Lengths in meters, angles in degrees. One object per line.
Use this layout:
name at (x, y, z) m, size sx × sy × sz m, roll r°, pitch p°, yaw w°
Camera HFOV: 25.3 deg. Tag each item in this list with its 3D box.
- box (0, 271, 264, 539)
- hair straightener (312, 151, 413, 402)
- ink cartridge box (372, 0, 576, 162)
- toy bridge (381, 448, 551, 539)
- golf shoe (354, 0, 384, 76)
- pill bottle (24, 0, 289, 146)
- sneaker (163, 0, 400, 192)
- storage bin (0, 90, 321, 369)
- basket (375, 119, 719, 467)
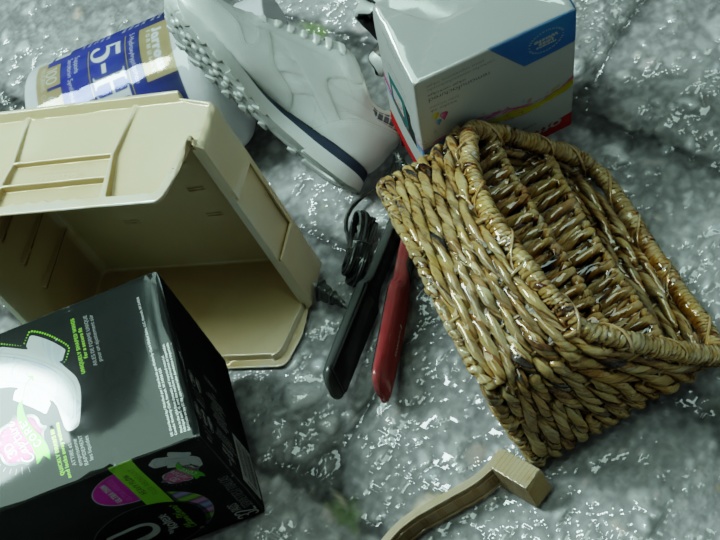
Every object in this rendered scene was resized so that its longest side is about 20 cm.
box at (-0.186, 0.117, 1.049) m, size 0.198 × 0.149 × 0.125 m, roll -21°, pitch 60°, yaw 4°
hair straightener at (0.000, 0.000, 1.123) m, size 0.076 × 0.041 × 0.201 m, roll -1°, pitch 58°, yaw 20°
ink cartridge box at (0.080, -0.127, 1.079) m, size 0.115 × 0.200 × 0.068 m, roll -25°, pitch 68°, yaw -3°
toy bridge at (0.033, 0.193, 0.987) m, size 0.067 × 0.027 × 0.200 m, roll 28°, pitch 73°, yaw 39°
golf shoe at (0.033, -0.235, 1.248) m, size 0.094 × 0.078 × 0.201 m, roll -18°, pitch 51°, yaw 15°
pill bottle at (-0.146, -0.137, 1.241) m, size 0.199 × 0.120 × 0.120 m, roll -21°, pitch 51°, yaw 12°
sneaker at (-0.054, -0.145, 1.152) m, size 0.081 × 0.200 × 0.076 m, roll -51°, pitch 20°, yaw -4°
storage bin at (-0.156, -0.019, 1.114) m, size 0.197 × 0.200 × 0.094 m, roll -3°, pitch 54°, yaw 24°
basket at (0.115, -0.008, 1.009) m, size 0.148 × 0.143 × 0.201 m, roll -30°, pitch 50°, yaw 6°
